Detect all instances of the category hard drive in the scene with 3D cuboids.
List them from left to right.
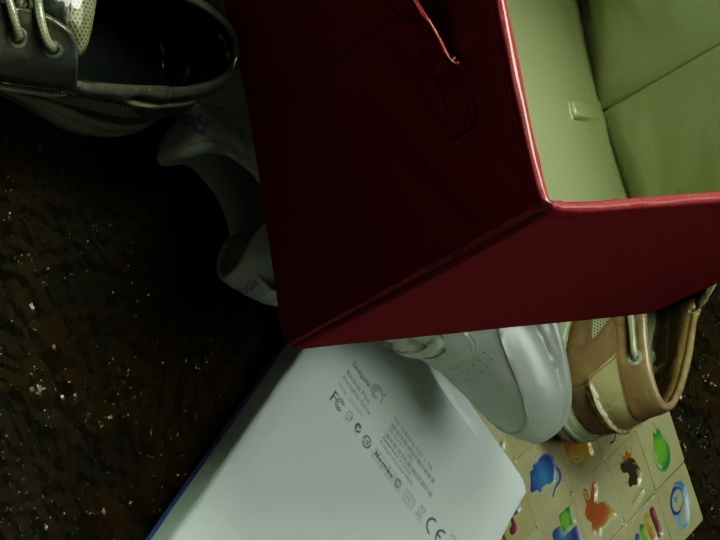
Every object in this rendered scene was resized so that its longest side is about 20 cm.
[{"bbox_3d":[-0.013,0.110,0.883,0.132,0.025,0.200,55,45,-22],"label":"hard drive"}]

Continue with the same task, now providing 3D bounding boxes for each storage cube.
[{"bbox_3d":[0.068,-0.081,0.786,0.199,0.180,0.172,-5,77,-30],"label":"storage cube"}]

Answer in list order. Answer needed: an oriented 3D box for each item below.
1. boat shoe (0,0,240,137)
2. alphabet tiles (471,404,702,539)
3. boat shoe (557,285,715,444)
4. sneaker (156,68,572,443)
[{"bbox_3d":[-0.119,-0.095,0.756,0.200,0.073,0.075,7,78,-50],"label":"boat shoe"},{"bbox_3d":[0.091,0.089,1.039,0.200,0.008,0.168,-35,111,-48],"label":"alphabet tiles"},{"bbox_3d":[0.139,-0.009,1.052,0.076,0.072,0.201,40,55,-40],"label":"boat shoe"},{"bbox_3d":[0.000,0.000,0.878,0.100,0.075,0.200,-44,97,-24],"label":"sneaker"}]
